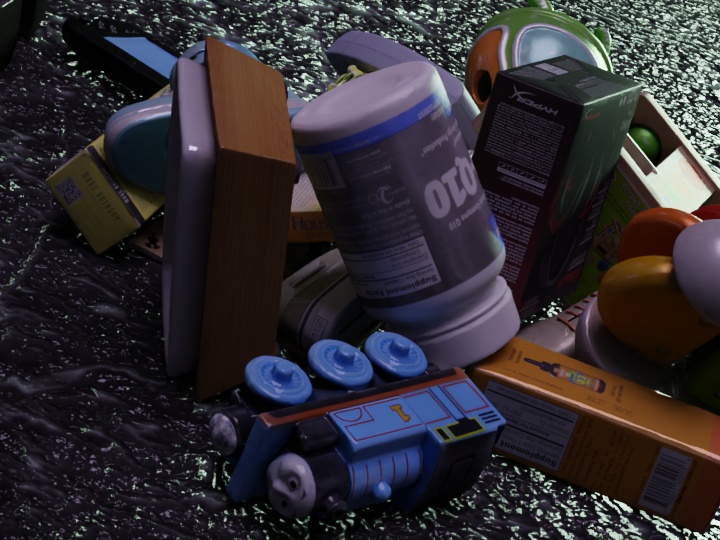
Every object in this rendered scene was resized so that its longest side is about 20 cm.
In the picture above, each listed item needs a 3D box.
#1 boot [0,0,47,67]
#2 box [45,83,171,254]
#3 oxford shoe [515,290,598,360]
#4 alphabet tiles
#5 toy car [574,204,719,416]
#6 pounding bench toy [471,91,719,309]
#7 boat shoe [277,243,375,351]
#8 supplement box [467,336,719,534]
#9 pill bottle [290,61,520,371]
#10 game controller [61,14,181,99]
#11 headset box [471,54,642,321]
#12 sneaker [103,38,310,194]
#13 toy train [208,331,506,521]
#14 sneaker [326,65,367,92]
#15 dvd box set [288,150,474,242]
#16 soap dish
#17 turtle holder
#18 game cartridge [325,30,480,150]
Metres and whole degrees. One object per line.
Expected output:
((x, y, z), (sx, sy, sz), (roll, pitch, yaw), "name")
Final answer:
((-0.399, -0.255, 1.584), (0.198, 0.069, 0.189), (17, 28, -2), "boot")
((-0.174, -0.089, 1.404), (0.076, 0.050, 0.200), (54, 27, -11), "box")
((0.169, 0.046, 1.375), (0.199, 0.074, 0.071), (-7, 37, -39), "oxford shoe")
((-0.074, 0.004, 1.377), (0.199, 0.008, 0.167), (25, 28, 13), "alphabet tiles")
((0.269, 0.030, 1.303), (0.199, 0.175, 0.151), (35, 48, -13), "toy car")
((0.197, -0.086, 1.498), (0.201, 0.124, 0.156), (52, 32, 2), "pounding bench toy")
((0.000, 0.000, 1.345), (0.062, 0.072, 0.200), (30, 32, 17), "boat shoe")
((0.168, 0.114, 1.261), (0.198, 0.069, 0.067), (23, 27, 5), "supplement box")
((0.036, -0.035, 1.242), (0.113, 0.201, 0.114), (-21, 17, 7), "pill bottle")
((-0.183, -0.184, 1.615), (0.199, 0.042, 0.104), (34, 31, 26), "game controller")
((0.135, -0.055, 1.357), (0.075, 0.202, 0.148), (24, 20, 21), "headset box")
((-0.137, -0.127, 1.385), (0.199, 0.080, 0.131), (-4, 40, -41), "sneaker")
((-0.003, 0.106, 1.150), (0.199, 0.087, 0.114), (-9, 44, -43), "toy train")
((0.002, -0.138, 1.520), (0.077, 0.075, 0.200), (49, -14, -2), "sneaker")
((-0.017, -0.058, 1.391), (0.198, 0.030, 0.146), (-2, 20, 15), "dvd box set")
((-0.093, -0.036, 1.215), (0.080, 0.202, 0.158), (2, 33, -10), "soap dish")
((0.184, -0.166, 1.739), (0.186, 0.140, 0.132), (51, 36, -23), "turtle holder")
((0.051, -0.149, 1.583), (0.200, 0.041, 0.133), (33, -12, 50), "game cartridge")
